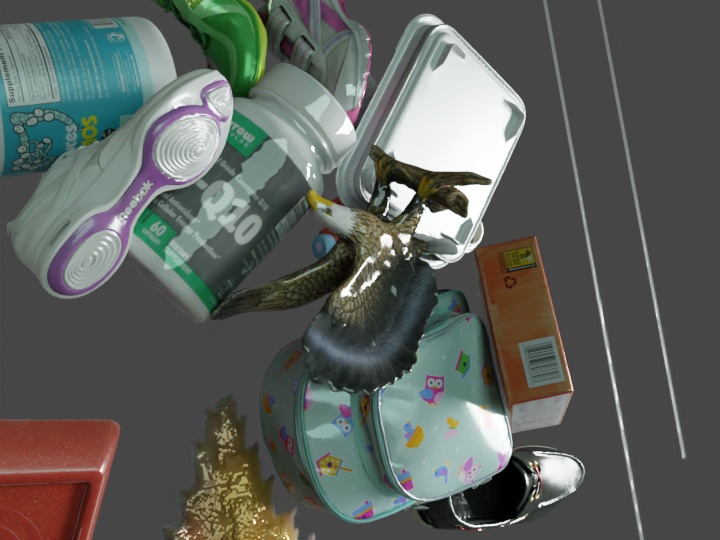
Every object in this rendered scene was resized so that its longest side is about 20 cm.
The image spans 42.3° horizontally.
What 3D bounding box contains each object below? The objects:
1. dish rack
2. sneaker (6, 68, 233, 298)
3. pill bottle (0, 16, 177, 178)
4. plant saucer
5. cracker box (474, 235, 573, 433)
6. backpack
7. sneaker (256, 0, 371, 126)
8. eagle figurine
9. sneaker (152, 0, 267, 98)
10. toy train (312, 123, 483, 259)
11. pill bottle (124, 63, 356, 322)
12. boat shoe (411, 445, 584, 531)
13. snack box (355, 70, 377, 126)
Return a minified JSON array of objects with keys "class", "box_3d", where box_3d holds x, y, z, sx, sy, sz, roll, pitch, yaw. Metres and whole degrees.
[{"class":"dish rack","box_3d":[0.078,-0.115,0.863,0.171,0.043,0.201,35,77,-37]},{"class":"sneaker","box_3d":[-0.177,-0.079,0.672,0.200,0.099,0.075,-49,144,-14]},{"class":"pill bottle","box_3d":[-0.248,-0.130,0.706,0.199,0.111,0.112,-14,87,-31]},{"class":"plant saucer","box_3d":[-0.263,0.196,0.605,0.199,0.037,0.201,8,104,-42]},{"class":"cracker box","box_3d":[0.145,0.066,0.841,0.057,0.200,0.135,-12,72,5]},{"class":"backpack","box_3d":[0.021,0.119,0.793,0.199,0.153,0.177,-19,102,-24]},{"class":"sneaker","box_3d":[-0.049,-0.210,0.847,0.087,0.082,0.201,-7,59,-18]},{"class":"eagle figurine","box_3d":[-0.006,-0.004,0.739,0.150,0.152,0.201,32,79,-6]},{"class":"sneaker","box_3d":[-0.145,-0.233,0.811,0.083,0.074,0.201,-21,82,-34]},{"class":"toy train","box_3d":[0.031,-0.068,0.895,0.199,0.055,0.152,-7,102,-38]},{"class":"pill bottle","box_3d":[-0.102,-0.066,0.754,0.113,0.113,0.200,45,75,-15]},{"class":"boat shoe","box_3d":[0.146,0.212,0.901,0.200,0.063,0.074,-2,79,-32]},{"class":"snack box","box_3d":[-0.057,-0.128,0.867,0.199,0.024,0.072,-34,99,-31]}]
